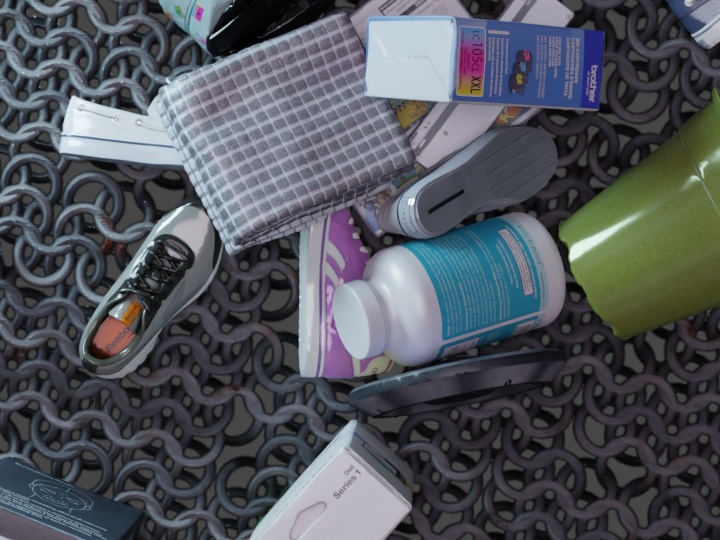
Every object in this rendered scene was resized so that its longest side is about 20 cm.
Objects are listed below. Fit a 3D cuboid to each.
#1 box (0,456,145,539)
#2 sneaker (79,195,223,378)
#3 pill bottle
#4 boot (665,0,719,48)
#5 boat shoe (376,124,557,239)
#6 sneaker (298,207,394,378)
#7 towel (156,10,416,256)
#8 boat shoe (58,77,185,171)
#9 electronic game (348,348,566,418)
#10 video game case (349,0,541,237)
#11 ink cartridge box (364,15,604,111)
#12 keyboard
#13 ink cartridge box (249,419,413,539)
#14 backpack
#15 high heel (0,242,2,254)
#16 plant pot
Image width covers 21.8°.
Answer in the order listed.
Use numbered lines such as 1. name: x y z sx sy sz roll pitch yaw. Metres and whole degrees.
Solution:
1. box: -0.295 0.257 1.706 0.148 0.200 0.107 21 94 2
2. sneaker: -0.194 0.019 1.755 0.074 0.079 0.200 35 91 2
3. pill bottle: 0.078 0.021 1.696 0.200 0.111 0.111 -15 92 -25
4. boot: 0.364 -0.304 1.729 0.200 0.073 0.090 -43 96 3
5. boat shoe: 0.095 -0.085 1.724 0.200 0.067 0.074 -23 104 -39
6. sneaker: 0.000 0.000 1.760 0.114 0.073 0.201 0 98 -7
7. towel: -0.062 -0.127 1.682 0.200 0.086 0.166 -26 80 -16
8. boat shoe: -0.180 -0.139 1.757 0.201 0.075 0.086 7 89 11
9. electronic game: 0.087 0.098 1.690 0.200 0.200 0.042 -11 81 2
10. video game case: 0.038 -0.163 1.770 0.200 0.022 0.182 -38 91 2
11. ink cartridge box: 0.121 -0.182 1.657 0.200 0.136 0.077 2 96 -34
12. keyboard: 0.119 -0.177 1.754 0.056 0.011 0.200 37 93 -6
13. ink cartridge box: -0.028 0.224 1.697 0.084 0.200 0.145 42 93 0
14. backpack: -0.093 -0.290 1.714 0.200 0.167 0.127 -46 71 6
15. high heel: -0.435 0.012 1.729 0.200 0.143 0.072 -25 91 2
16. plant pot: 0.289 -0.032 1.701 0.190 0.200 0.200 -30 91 16
